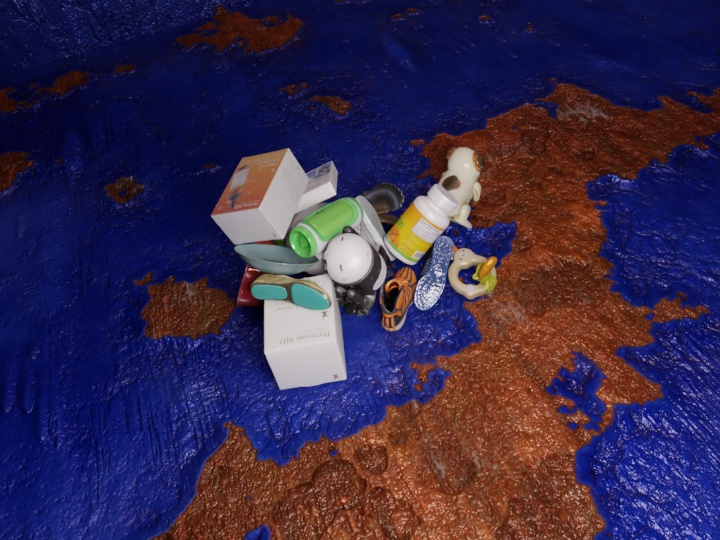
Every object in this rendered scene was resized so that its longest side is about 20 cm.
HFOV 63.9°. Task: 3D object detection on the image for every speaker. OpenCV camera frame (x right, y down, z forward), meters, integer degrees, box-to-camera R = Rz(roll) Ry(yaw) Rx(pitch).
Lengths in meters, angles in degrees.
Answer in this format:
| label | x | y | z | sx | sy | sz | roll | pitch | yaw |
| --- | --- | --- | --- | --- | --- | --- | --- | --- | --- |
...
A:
| label | x | y | z | sx | sy | sz | roll | pitch | yaw |
| --- | --- | --- | --- | --- | --- | --- | --- | --- | --- |
| speaker | -0.080 | -0.107 | 1.397 | 0.088 | 0.089 | 0.200 | 25 | 42 | 28 |

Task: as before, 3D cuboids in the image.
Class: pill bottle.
| label | x | y | z | sx | sy | sz | roll | pitch | yaw |
| --- | --- | --- | --- | --- | --- | --- | --- | --- | --- |
| pill bottle | 0.161 | -0.122 | 1.505 | 0.200 | 0.111 | 0.111 | -51 | 44 | 21 |

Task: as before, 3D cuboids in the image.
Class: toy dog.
| label | x | y | z | sx | sy | sz | roll | pitch | yaw |
| --- | --- | --- | --- | --- | --- | --- | --- | --- | --- |
| toy dog | 0.264 | -0.246 | 1.614 | 0.139 | 0.193 | 0.202 | 25 | 94 | 38 |

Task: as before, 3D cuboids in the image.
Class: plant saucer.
| label | x | y | z | sx | sy | sz | roll | pitch | yaw |
| --- | --- | --- | --- | --- | --- | --- | --- | --- | --- |
| plant saucer | -0.200 | -0.023 | 1.362 | 0.199 | 0.039 | 0.201 | 10 | 11 | -2 |

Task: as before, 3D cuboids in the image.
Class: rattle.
| label | x | y | z | sx | sy | sz | roll | pitch | yaw |
| --- | --- | --- | --- | --- | --- | --- | --- | --- | --- |
| rattle | 0.266 | -0.035 | 1.493 | 0.130 | 0.143 | 0.201 | -31 | 54 | 7 |

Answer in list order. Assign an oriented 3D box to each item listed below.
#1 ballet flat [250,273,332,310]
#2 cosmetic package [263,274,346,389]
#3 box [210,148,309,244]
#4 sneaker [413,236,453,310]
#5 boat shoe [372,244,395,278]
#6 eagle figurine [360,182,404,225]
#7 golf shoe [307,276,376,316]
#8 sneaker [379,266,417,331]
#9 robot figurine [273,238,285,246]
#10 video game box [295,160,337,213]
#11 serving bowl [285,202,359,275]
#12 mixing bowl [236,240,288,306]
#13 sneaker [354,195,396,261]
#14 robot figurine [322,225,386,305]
| label | x | y | z | sx | sy | sz | roll | pitch | yaw |
| --- | --- | --- | --- | --- | --- | --- | --- | --- | --- |
| ballet flat | -0.151 | 0.041 | 1.311 | 0.198 | 0.071 | 0.071 | 7 | 49 | 15 |
| cosmetic package | -0.130 | 0.145 | 1.366 | 0.166 | 0.167 | 0.201 | -9 | 47 | 1 |
| box | -0.236 | -0.176 | 1.378 | 0.151 | 0.107 | 0.201 | -5 | 49 | 29 |
| sneaker | 0.191 | 0.011 | 1.495 | 0.070 | 0.078 | 0.202 | 22 | 83 | 7 |
| boat shoe | 0.000 | 0.000 | 1.554 | 0.199 | 0.093 | 0.075 | -15 | 44 | 36 |
| eagle figurine | 0.045 | -0.155 | 1.638 | 0.198 | 0.152 | 0.152 | -21 | 88 | 10 |
| golf shoe | -0.052 | 0.053 | 1.512 | 0.199 | 0.078 | 0.095 | 21 | 43 | 17 |
| sneaker | 0.100 | 0.046 | 1.456 | 0.077 | 0.113 | 0.201 | 7 | 49 | 14 |
| robot figurine | -0.171 | -0.115 | 1.626 | 0.115 | 0.176 | 0.201 | 20 | 76 | 10 |
| video game box | -0.158 | -0.210 | 1.555 | 0.199 | 0.047 | 0.183 | -23 | 28 | 11 |
| serving bowl | -0.096 | -0.091 | 1.496 | 0.198 | 0.066 | 0.202 | 2 | 71 | -6 |
| mixing bowl | -0.243 | 0.012 | 1.512 | 0.107 | 0.201 | 0.201 | 17 | 48 | -7 |
| sneaker | 0.022 | -0.102 | 1.559 | 0.070 | 0.201 | 0.073 | -22 | 14 | 26 |
| robot figurine | -0.013 | -0.011 | 1.377 | 0.125 | 0.200 | 0.150 | -46 | 63 | 1 |
